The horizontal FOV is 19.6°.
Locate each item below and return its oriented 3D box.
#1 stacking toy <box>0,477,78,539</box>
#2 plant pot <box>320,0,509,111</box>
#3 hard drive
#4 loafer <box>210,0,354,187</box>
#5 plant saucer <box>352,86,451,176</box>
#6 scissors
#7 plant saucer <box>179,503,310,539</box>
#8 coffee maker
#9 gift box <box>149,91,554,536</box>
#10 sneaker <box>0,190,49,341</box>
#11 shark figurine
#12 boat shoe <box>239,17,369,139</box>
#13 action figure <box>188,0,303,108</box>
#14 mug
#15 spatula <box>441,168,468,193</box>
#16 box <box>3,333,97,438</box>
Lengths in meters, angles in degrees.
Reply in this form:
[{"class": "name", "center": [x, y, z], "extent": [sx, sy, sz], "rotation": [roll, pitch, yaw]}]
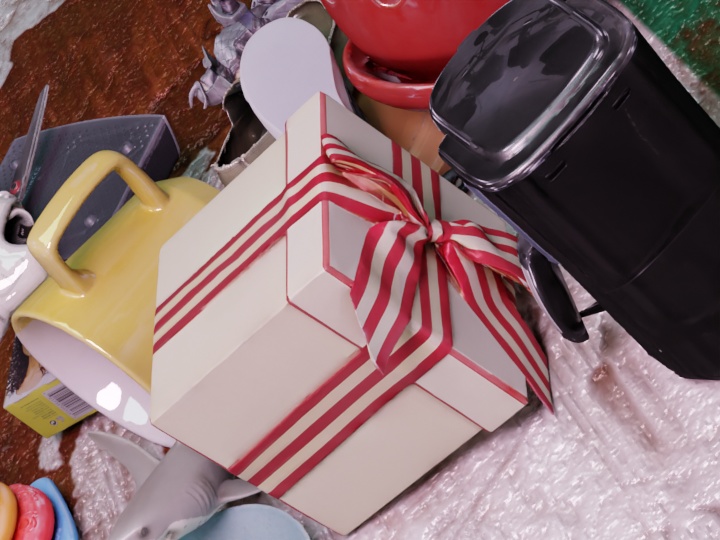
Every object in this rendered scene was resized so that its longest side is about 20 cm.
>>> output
[{"class": "stacking toy", "center": [-0.299, 0.163, 1.434], "extent": [0.116, 0.200, 0.110], "rotation": [-45, 33, 4]}, {"class": "plant pot", "center": [0.055, -0.217, 1.375], "extent": [0.199, 0.184, 0.201], "rotation": [-11, 29, 6]}, {"class": "hard drive", "center": [-0.224, -0.051, 1.588], "extent": [0.199, 0.042, 0.136], "rotation": [-4, 54, 47]}, {"class": "loafer", "center": [-0.054, -0.125, 1.496], "extent": [0.075, 0.070, 0.201], "rotation": [-19, 44, 38]}, {"class": "plant saucer", "center": [-0.002, -0.083, 1.485], "extent": [0.200, 0.032, 0.201], "rotation": [-31, 37, 27]}, {"class": "scissors", "center": [-0.257, -0.050, 1.573], "extent": [0.073, 0.014, 0.201], "rotation": [5, 68, 51]}, {"class": "plant saucer", "center": [-0.090, 0.239, 1.262], "extent": [0.200, 0.039, 0.202], "rotation": [-31, 37, 27]}, {"class": "coffee maker", "center": [0.155, -0.045, 1.109], "extent": [0.191, 0.200, 0.135], "rotation": [6, 62, 52]}, {"class": "gift box", "center": [-0.002, 0.035, 1.243], "extent": [0.187, 0.184, 0.201], "rotation": [-41, 36, 28]}, {"class": "sneaker", "center": [-0.279, -0.031, 1.524], "extent": [0.081, 0.075, 0.200], "rotation": [-41, 47, 6]}, {"class": "shark figurine", "center": [-0.120, 0.116, 1.356], "extent": [0.127, 0.090, 0.214], "rotation": [-27, 6, -6]}, {"class": "boat shoe", "center": [-0.027, -0.094, 1.412], "extent": [0.068, 0.057, 0.201], "rotation": [-29, 48, 1]}, {"class": "action figure", "center": [-0.074, -0.208, 1.664], "extent": [0.200, 0.069, 0.130], "rotation": [-50, 42, 7]}, {"class": "mug", "center": [-0.138, 0.012, 1.434], "extent": [0.154, 0.149, 0.187], "rotation": [-54, -10, -19]}, {"class": "spatula", "center": [0.000, 0.000, 1.393], "extent": [0.200, 0.057, 0.021], "rotation": [-44, 14, -3]}, {"class": "box", "center": [-0.221, 0.026, 1.593], "extent": [0.075, 0.050, 0.201], "rotation": [-30, 38, 26]}]
